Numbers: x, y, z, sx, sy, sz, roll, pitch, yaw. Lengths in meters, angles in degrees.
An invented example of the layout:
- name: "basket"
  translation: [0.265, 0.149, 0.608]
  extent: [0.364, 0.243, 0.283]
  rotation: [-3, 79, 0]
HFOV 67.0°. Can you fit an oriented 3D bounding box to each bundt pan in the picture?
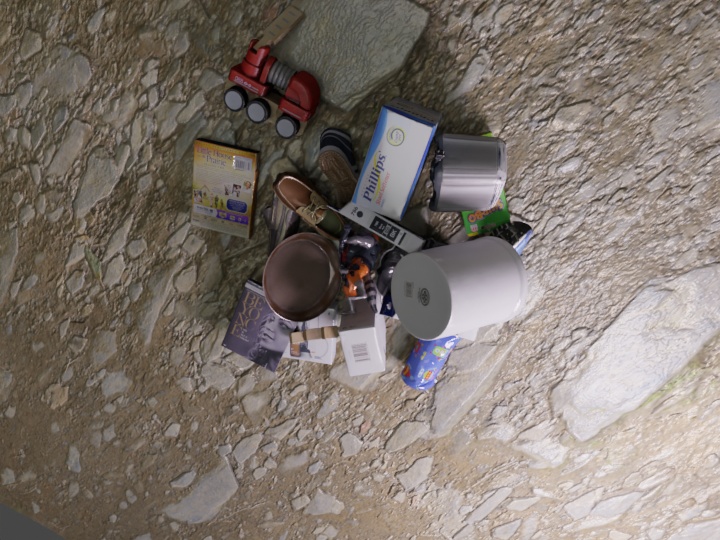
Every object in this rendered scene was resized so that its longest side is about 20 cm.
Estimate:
- name: "bundt pan"
  translation: [0.133, 0.009, 1.189]
  extent: [0.201, 0.076, 0.203]
  rotation: [4, 114, 9]

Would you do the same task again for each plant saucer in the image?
- name: "plant saucer"
  translation: [-0.131, 0.014, 1.209]
  extent: [0.032, 0.200, 0.201]
  rotation: [16, 125, 54]

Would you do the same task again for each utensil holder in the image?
- name: "utensil holder"
  translation: [0.181, 0.032, 1.006]
  extent: [0.170, 0.199, 0.171]
  rotation: [16, 111, 49]

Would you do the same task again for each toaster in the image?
- name: "toaster"
  translation: [0.196, -0.183, 1.017]
  extent: [0.128, 0.200, 0.114]
  rotation: [2, 72, 4]

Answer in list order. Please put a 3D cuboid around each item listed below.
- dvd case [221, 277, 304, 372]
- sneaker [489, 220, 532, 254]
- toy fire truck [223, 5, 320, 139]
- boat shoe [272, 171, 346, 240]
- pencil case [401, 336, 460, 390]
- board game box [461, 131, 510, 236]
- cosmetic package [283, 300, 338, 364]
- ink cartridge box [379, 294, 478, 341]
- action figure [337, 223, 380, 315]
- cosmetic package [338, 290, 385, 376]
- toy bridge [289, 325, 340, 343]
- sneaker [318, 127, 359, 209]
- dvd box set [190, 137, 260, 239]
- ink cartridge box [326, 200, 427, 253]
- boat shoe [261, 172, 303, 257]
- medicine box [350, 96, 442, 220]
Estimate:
- name: "dvd case"
  translation: [-0.233, 0.133, 1.288]
  extent: [0.148, 0.016, 0.201]
  rotation: [27, 113, 1]
- name: "sneaker"
  translation: [0.303, -0.021, 1.149]
  extent: [0.089, 0.079, 0.200]
  rotation: [12, 132, -21]
- name: "toy fire truck"
  translation: [-0.151, -0.392, 1.065]
  extent: [0.175, 0.129, 0.200]
  rotation: [28, 124, -2]
- name: "boat shoe"
  translation: [-0.093, -0.130, 1.136]
  extent: [0.200, 0.074, 0.076]
  rotation: [38, 91, -35]
- name: "pencil case"
  translation: [0.168, 0.187, 1.256]
  extent: [0.086, 0.078, 0.201]
  rotation: [21, 115, -7]
- name: "board game box"
  translation: [0.244, -0.174, 1.119]
  extent: [0.095, 0.030, 0.201]
  rotation: [-12, 107, 16]
- name: "cosmetic package"
  translation: [-0.157, 0.137, 1.312]
  extent: [0.199, 0.052, 0.152]
  rotation: [7, 111, 8]
- name: "ink cartridge box"
  translation: [0.143, 0.082, 1.122]
  extent: [0.199, 0.100, 0.039]
  rotation: [14, 114, 3]
- name: "action figure"
  translation: [0.000, 0.000, 1.159]
  extent: [0.104, 0.194, 0.200]
  rotation: [9, 156, 4]
- name: "cosmetic package"
  translation: [0.008, 0.128, 1.193]
  extent: [0.081, 0.200, 0.113]
  rotation: [-9, 113, 9]
- name: "toy bridge"
  translation: [-0.093, 0.140, 1.201]
  extent: [0.067, 0.200, 0.027]
  rotation: [-4, 82, -29]
- name: "sneaker"
  translation: [-0.031, -0.207, 1.142]
  extent: [0.070, 0.109, 0.200]
  rotation: [-16, 139, 14]
- name: "dvd box set"
  translation: [-0.304, -0.182, 1.215]
  extent: [0.145, 0.029, 0.201]
  rotation: [13, 115, 6]
- name: "ink cartridge box"
  translation: [0.036, -0.093, 1.077]
  extent: [0.199, 0.099, 0.039]
  rotation: [29, 99, 8]
- name: "boat shoe"
  translation: [-0.175, -0.122, 1.203]
  extent: [0.073, 0.074, 0.201]
  rotation: [23, 106, 11]
- name: "medicine box"
  translation: [0.073, -0.218, 1.037]
  extent: [0.102, 0.200, 0.183]
  rotation: [21, 115, 3]
